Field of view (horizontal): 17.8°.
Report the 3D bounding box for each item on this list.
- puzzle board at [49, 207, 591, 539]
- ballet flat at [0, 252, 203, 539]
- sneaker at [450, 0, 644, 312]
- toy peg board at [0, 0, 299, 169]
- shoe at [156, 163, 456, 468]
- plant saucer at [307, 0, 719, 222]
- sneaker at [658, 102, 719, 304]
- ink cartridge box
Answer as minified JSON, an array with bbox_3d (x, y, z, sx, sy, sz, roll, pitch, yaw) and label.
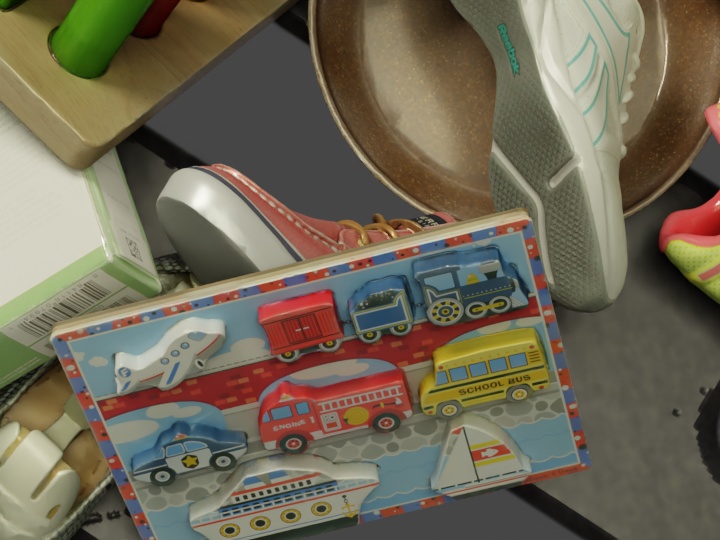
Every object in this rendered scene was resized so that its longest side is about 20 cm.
[{"bbox_3d":[-0.012,0.057,0.954,0.198,0.151,0.017,-13,41,6],"label":"puzzle board"},{"bbox_3d":[-0.126,0.066,0.994,0.072,0.072,0.200,43,79,1],"label":"ballet flat"},{"bbox_3d":[0.095,-0.083,1.009,0.080,0.070,0.202,-12,91,-33],"label":"sneaker"},{"bbox_3d":[-0.115,-0.180,0.969,0.200,0.098,0.199,44,41,1],"label":"toy peg board"},{"bbox_3d":[0.000,0.000,0.989,0.200,0.071,0.091,47,71,-32],"label":"shoe"},{"bbox_3d":[0.073,-0.110,1.063,0.198,0.037,0.202,1,81,-6],"label":"plant saucer"},{"bbox_3d":[0.200,-0.062,1.009,0.090,0.078,0.201,27,112,-3],"label":"sneaker"},{"bbox_3d":[-0.180,-0.046,0.989,0.145,0.048,0.201,-30,61,17],"label":"ink cartridge box"}]
